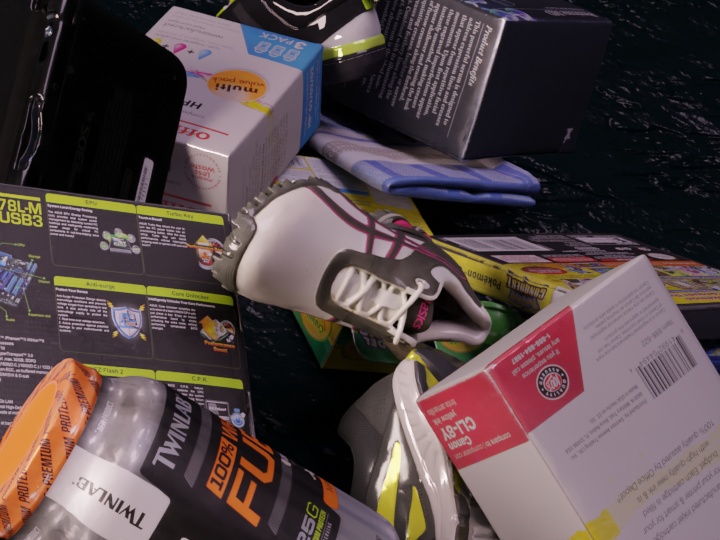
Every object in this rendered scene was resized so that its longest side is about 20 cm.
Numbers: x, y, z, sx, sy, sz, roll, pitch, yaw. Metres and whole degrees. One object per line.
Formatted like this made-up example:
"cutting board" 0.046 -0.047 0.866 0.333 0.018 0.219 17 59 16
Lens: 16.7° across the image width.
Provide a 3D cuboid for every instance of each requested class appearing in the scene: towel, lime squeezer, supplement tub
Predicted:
"towel" 0.017 -0.093 1.730 0.147 0.024 0.200 3 21 -38
"lime squeezer" 0.085 0.055 1.562 0.071 0.038 0.200 -35 85 -11
"supplement tub" -0.089 0.135 1.257 0.200 0.123 0.123 32 30 -16

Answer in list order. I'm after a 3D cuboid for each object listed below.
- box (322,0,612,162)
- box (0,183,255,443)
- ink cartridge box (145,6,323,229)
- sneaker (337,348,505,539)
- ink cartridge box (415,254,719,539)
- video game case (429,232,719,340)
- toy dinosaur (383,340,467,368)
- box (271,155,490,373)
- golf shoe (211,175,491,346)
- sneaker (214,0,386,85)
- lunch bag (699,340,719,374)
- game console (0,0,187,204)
"box" 0.051 -0.164 1.764 0.200 0.107 0.148 28 19 31
"box" -0.157 0.050 1.361 0.199 0.048 0.194 6 61 -31
"ink cartridge box" -0.113 -0.088 1.592 0.115 0.068 0.200 15 37 15
"sneaker" 0.042 0.149 1.424 0.074 0.085 0.201 17 52 -43
"ink cartridge box" 0.148 0.117 1.401 0.145 0.083 0.200 -33 92 -36
"video game case" 0.168 0.010 1.610 0.200 0.026 0.180 -1 16 -43
"toy dinosaur" 0.068 0.088 1.512 0.200 0.047 0.088 30 61 4
"box" 0.005 0.004 1.621 0.117 0.048 0.200 6 35 -32
"golf shoe" 0.000 0.000 1.423 0.088 0.077 0.200 36 17 36
"sneaker" -0.068 -0.171 1.702 0.199 0.083 0.072 -2 15 26
"lunch bag" 0.284 0.083 1.618 0.200 0.083 0.161 -3 3 -41
"game console" -0.215 -0.065 1.475 0.176 0.116 0.201 31 64 -45
